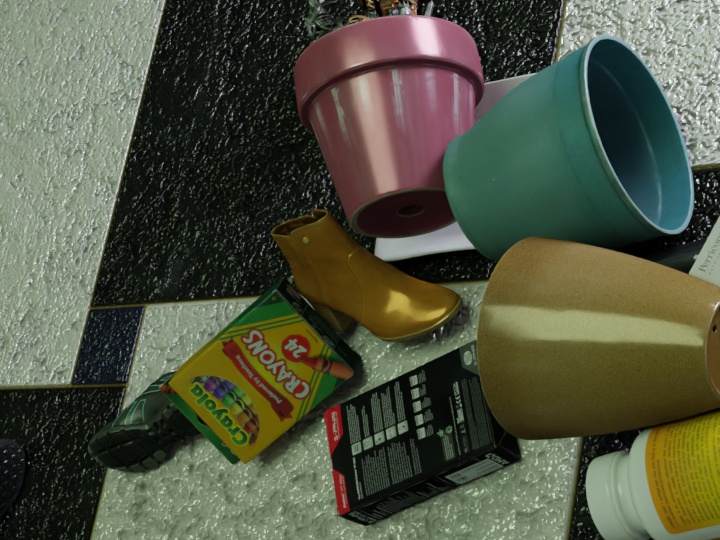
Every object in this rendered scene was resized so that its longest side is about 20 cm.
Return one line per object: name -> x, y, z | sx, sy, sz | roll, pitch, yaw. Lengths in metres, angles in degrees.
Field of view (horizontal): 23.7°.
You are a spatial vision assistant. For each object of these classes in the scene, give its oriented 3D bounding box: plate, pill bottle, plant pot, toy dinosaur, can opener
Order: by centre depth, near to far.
pill bottle -> 0.301, 0.179, 1.484 | 0.200, 0.111, 0.111 | -19, 58, 32
plant pot -> 0.235, 0.065, 1.504 | 0.200, 0.186, 0.187 | 2, 71, 40
can opener -> 0.280, 0.005, 1.638 | 0.200, 0.079, 0.063 | -24, 16, 26
plant pot -> 0.191, -0.099, 1.658 | 0.188, 0.200, 0.200 | -22, 56, 33
plant pot -> 0.039, -0.139, 1.774 | 0.200, 0.200, 0.179 | -23, 65, 31
plate -> 0.114, -0.105, 1.844 | 0.200, 0.032, 0.200 | -7, 64, 38
toy dinosaur -> 0.011, -0.274, 1.982 | 0.136, 0.102, 0.200 | 11, 53, 26

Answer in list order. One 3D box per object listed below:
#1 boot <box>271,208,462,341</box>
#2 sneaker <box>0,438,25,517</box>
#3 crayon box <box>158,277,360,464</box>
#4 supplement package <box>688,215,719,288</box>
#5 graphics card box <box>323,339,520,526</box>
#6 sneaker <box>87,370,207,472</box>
boot -> 0.000, 0.000, 1.805 | 0.201, 0.144, 0.071 | -4, 36, 43
sneaker -> -0.490, 0.295, 2.130 | 0.083, 0.072, 0.200 | 18, 81, 45
crayon box -> -0.115, 0.119, 1.863 | 0.200, 0.127, 0.051 | -41, 7, 19
supplement package -> 0.410, 0.004, 1.473 | 0.200, 0.120, 0.121 | 26, 88, 45
graphics card box -> 0.060, 0.166, 1.740 | 0.200, 0.051, 0.126 | -29, 52, 28
sneaker -> -0.232, 0.171, 1.988 | 0.200, 0.075, 0.079 | -27, 32, 28
